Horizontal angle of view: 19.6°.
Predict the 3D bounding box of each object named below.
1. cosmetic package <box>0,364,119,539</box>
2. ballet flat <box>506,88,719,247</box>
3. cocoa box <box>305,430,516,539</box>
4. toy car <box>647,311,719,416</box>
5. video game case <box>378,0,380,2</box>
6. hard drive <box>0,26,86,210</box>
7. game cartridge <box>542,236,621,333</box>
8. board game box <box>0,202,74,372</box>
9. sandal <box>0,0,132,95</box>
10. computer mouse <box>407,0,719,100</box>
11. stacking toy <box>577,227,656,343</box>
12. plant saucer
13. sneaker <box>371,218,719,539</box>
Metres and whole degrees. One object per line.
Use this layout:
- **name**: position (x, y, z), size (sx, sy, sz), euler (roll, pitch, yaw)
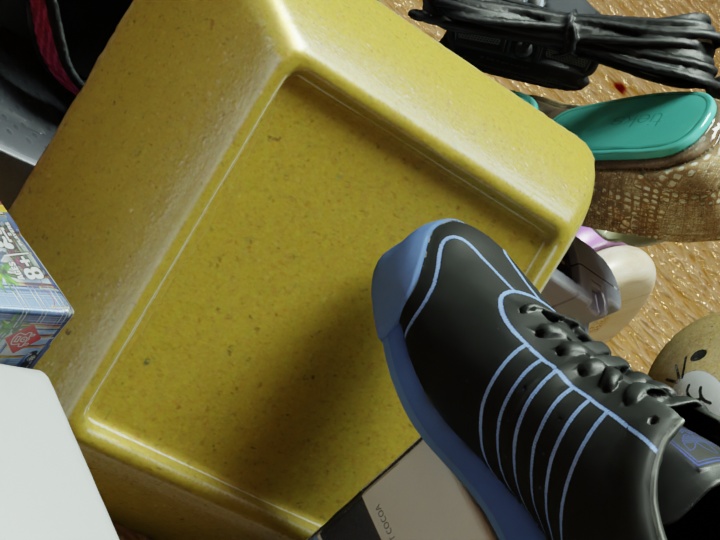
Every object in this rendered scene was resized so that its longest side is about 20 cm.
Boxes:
- **cosmetic package**: position (-0.104, 0.118, 0.551), size (0.102, 0.074, 0.200), euler (17, 37, -51)
- **ballet flat**: position (0.080, -0.038, 0.877), size (0.071, 0.200, 0.065), euler (-48, 124, -25)
- **cocoa box**: position (0.060, 0.171, 0.672), size (0.133, 0.131, 0.200), euler (11, 43, -50)
- **toy car**: position (0.151, 0.066, 0.906), size (0.158, 0.200, 0.164), euler (17, 38, -51)
- **video game case**: position (-0.046, -0.153, 0.921), size (0.181, 0.026, 0.200), euler (44, 6, 15)
- **hard drive**: position (-0.142, -0.074, 0.813), size (0.200, 0.042, 0.135), euler (24, 33, -46)
- **game cartridge**: position (0.000, 0.000, 0.826), size (0.200, 0.133, 0.041), euler (31, 40, -50)
- **board game box**: position (-0.213, -0.033, 0.580), size (0.200, 0.062, 0.200), euler (52, 31, 17)
- **sandal**: position (-0.085, -0.089, 0.785), size (0.200, 0.075, 0.045), euler (43, 13, -20)
- **computer mouse**: position (0.100, -0.104, 0.901), size (0.140, 0.046, 0.200), euler (13, 2, 6)
- **stacking toy**: position (0.064, -0.046, 1.090), size (0.200, 0.085, 0.085), euler (54, 24, 24)
- **plant saucer**: position (-0.021, 0.010, 0.698), size (0.200, 0.200, 0.048), euler (29, 3, -37)
- **sneaker**: position (0.072, 0.052, 0.618), size (0.070, 0.078, 0.200), euler (10, 44, -45)
